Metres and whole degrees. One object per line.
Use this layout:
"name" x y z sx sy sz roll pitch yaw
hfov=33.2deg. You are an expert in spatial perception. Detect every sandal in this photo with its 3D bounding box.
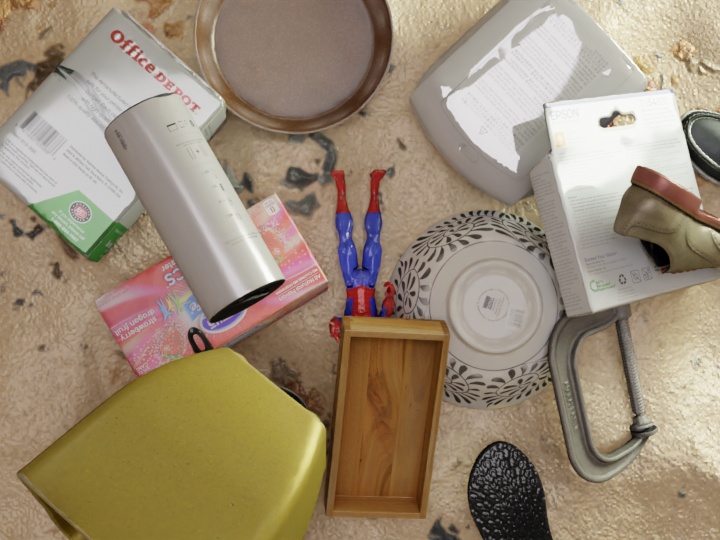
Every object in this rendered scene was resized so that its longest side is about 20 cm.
"sandal" 0.156 0.260 1.190 0.075 0.048 0.201 -23 100 -6

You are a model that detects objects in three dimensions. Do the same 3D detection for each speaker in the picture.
"speaker" -0.148 -0.055 1.080 0.081 0.081 0.200 -30 83 -5

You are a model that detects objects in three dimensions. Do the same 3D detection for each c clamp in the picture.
"c clamp" 0.251 0.101 1.182 0.171 0.027 0.200 -12 97 -38

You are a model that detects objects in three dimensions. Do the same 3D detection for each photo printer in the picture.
"photo printer" 0.160 -0.176 1.203 0.200 0.069 0.166 -44 91 -5

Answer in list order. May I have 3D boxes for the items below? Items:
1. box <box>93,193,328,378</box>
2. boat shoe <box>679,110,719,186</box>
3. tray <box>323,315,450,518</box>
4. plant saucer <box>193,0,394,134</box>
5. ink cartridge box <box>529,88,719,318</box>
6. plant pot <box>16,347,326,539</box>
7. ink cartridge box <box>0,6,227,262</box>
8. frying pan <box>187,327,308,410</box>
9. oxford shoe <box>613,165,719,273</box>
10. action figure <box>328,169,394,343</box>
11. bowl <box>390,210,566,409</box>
"box" -0.139 0.024 1.159 0.200 0.095 0.103 -30 86 -5
"boat shoe" 0.411 -0.103 1.216 0.200 0.060 0.076 28 86 -1
"tray" 0.023 0.142 1.147 0.099 0.037 0.200 3 112 -7
"plant saucer" -0.067 -0.233 1.213 0.200 0.034 0.200 0 86 -4
"ink cartridge box" 0.253 -0.069 1.168 0.199 0.041 0.200 -11 87 -37
"plant pot" -0.133 0.185 1.022 0.194 0.196 0.200 37 68 15
"ink cartridge box" -0.246 -0.130 1.170 0.147 0.083 0.200 42 85 0
"frying pan" -0.130 0.133 1.144 0.115 0.031 0.190 -44 122 11
"oxford shoe" 0.309 -0.027 1.147 0.200 0.070 0.075 29 94 -32
"action figure" 0.000 0.000 1.172 0.065 0.099 0.200 -2 89 -2
"bowl" 0.125 0.037 1.171 0.201 0.094 0.201 0 87 0
